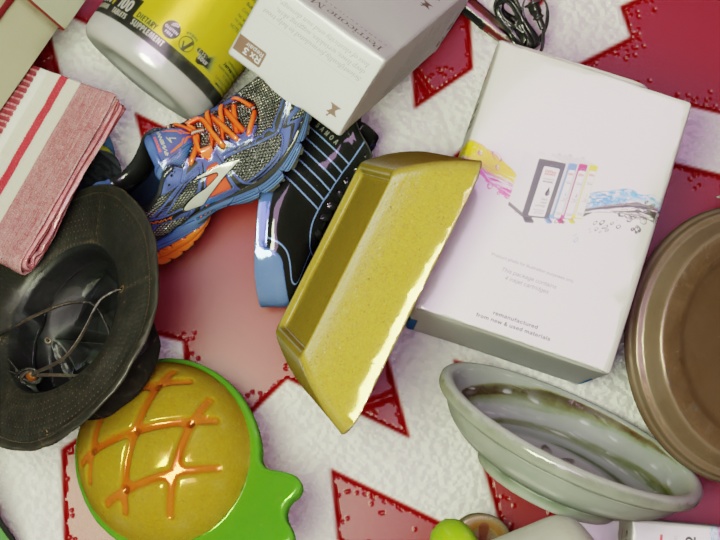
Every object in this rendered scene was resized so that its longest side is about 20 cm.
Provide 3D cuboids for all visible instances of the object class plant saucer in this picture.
[{"bbox_3d":[0.000,0.000,1.244,0.048,0.200,0.201,27,91,-12],"label":"plant saucer"},{"bbox_3d":[0.279,0.053,1.275,0.199,0.029,0.201,2,86,-24],"label":"plant saucer"},{"bbox_3d":[0.139,0.130,1.253,0.199,0.200,0.050,24,102,2],"label":"plant saucer"}]

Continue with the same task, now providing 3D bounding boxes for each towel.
[{"bbox_3d":[-0.278,-0.090,1.309,0.199,0.023,0.144,22,77,31],"label":"towel"}]

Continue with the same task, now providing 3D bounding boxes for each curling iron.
[{"bbox_3d":[0.063,-0.232,1.371,0.200,0.026,0.050,36,121,7],"label":"curling iron"}]

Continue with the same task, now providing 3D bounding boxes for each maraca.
[{"bbox_3d":[-0.125,0.145,1.271,0.137,0.107,0.200,-47,59,0],"label":"maraca"}]

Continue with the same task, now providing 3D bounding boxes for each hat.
[{"bbox_3d":[-0.189,0.042,1.260,0.200,0.081,0.201,-21,54,32],"label":"hat"}]

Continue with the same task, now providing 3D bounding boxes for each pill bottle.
[{"bbox_3d":[-0.102,-0.219,1.327,0.112,0.112,0.200,37,84,4],"label":"pill bottle"}]

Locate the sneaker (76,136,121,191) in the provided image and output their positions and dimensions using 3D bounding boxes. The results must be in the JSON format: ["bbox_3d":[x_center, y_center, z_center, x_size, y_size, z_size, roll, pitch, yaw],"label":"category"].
[{"bbox_3d":[-0.272,-0.050,1.337,0.200,0.066,0.079,-37,57,2],"label":"sneaker"}]

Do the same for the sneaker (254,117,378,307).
[{"bbox_3d":[-0.030,-0.067,1.331,0.078,0.070,0.201,8,82,6],"label":"sneaker"}]

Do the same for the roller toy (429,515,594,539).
[{"bbox_3d":[0.126,0.263,1.180,0.139,0.182,0.201,-22,108,-2],"label":"roller toy"}]

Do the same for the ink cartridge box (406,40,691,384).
[{"bbox_3d":[0.132,-0.037,1.290,0.144,0.147,0.201,18,83,2],"label":"ink cartridge box"}]

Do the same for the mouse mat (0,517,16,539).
[{"bbox_3d":[-0.341,0.185,1.261,0.160,0.008,0.200,-25,127,-4],"label":"mouse mat"}]

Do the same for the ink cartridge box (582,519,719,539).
[{"bbox_3d":[0.244,0.241,1.296,0.199,0.068,0.116,5,83,0],"label":"ink cartridge box"}]

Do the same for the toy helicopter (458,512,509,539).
[{"bbox_3d":[0.046,0.264,1.288,0.132,0.079,0.200,39,84,-1],"label":"toy helicopter"}]

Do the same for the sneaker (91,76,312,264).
[{"bbox_3d":[-0.115,-0.079,1.288,0.200,0.078,0.075,-41,49,17],"label":"sneaker"}]

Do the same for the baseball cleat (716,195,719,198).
[{"bbox_3d":[0.289,0.046,1.331,0.106,0.070,0.201,14,85,-15],"label":"baseball cleat"}]

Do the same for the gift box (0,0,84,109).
[{"bbox_3d":[-0.336,-0.218,1.274,0.200,0.185,0.187,34,86,27],"label":"gift box"}]

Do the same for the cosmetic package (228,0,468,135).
[{"bbox_3d":[-0.001,-0.182,1.283,0.102,0.200,0.074,36,122,3],"label":"cosmetic package"}]
